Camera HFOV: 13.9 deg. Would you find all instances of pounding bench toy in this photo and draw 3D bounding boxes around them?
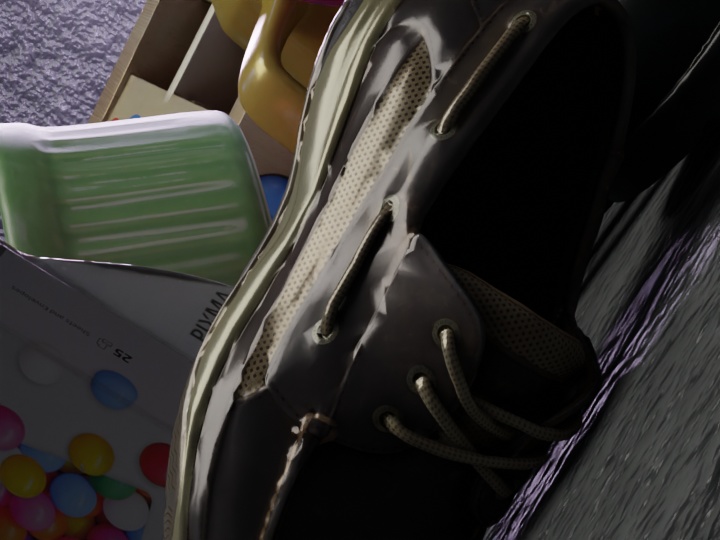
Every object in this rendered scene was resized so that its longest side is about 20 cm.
[{"bbox_3d":[-0.006,-0.037,1.378,0.156,0.200,0.124,28,91,58],"label":"pounding bench toy"}]

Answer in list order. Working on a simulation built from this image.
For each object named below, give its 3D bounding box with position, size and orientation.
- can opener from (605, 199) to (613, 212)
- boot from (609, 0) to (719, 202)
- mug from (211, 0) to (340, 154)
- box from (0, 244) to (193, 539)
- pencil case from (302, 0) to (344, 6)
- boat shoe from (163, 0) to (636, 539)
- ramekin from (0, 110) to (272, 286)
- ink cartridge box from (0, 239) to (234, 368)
[{"bbox_3d":[0.026,0.003,0.856,0.200,0.079,0.063,-43,5,45],"label":"can opener"},{"bbox_3d":[0.053,-0.141,0.742,0.200,0.168,0.076,-59,9,-3],"label":"boot"},{"bbox_3d":[0.027,-0.104,1.054,0.150,0.153,0.187,-58,3,5],"label":"mug"},{"bbox_3d":[-0.100,0.077,0.810,0.156,0.200,0.041,-57,3,30],"label":"box"},{"bbox_3d":[0.003,-0.192,0.981,0.094,0.091,0.201,-40,50,55],"label":"pencil case"},{"bbox_3d":[0.012,0.017,0.674,0.073,0.074,0.201,-2,71,51],"label":"boat shoe"},{"bbox_3d":[-0.080,0.033,1.148,0.200,0.097,0.201,169,90,-83],"label":"ramekin"},{"bbox_3d":[-0.090,0.056,0.859,0.160,0.200,0.047,-56,1,36],"label":"ink cartridge box"}]
